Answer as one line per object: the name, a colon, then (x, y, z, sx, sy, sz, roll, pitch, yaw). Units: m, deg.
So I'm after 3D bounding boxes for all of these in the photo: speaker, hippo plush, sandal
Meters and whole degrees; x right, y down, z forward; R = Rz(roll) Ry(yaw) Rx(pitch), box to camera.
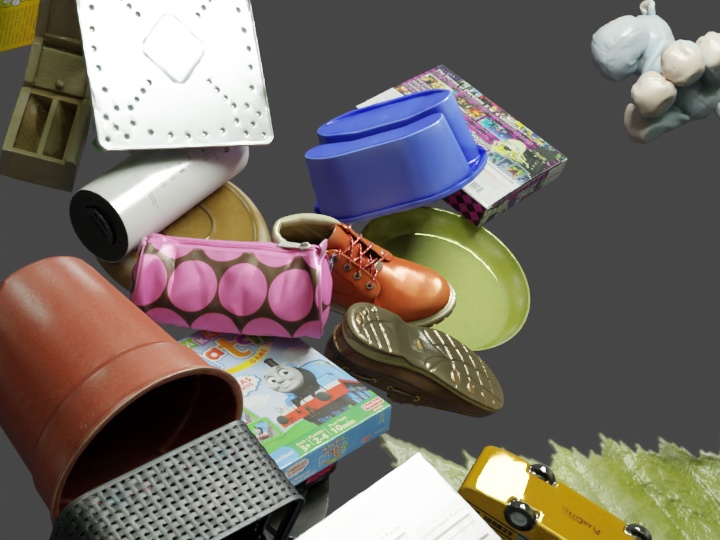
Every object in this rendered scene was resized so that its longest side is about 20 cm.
speaker: (-0.201, -0.089, 1.682, 0.081, 0.082, 0.200, 37, 46, 12)
hippo plush: (0.380, -0.270, 2.074, 0.198, 0.160, 0.162, -14, 57, -32)
sandal: (-0.052, 0.169, 1.573, 0.074, 0.045, 0.201, 21, 45, -4)

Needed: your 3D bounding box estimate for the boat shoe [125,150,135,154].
boat shoe: (-0.196, -0.198, 1.826, 0.070, 0.072, 0.201, 35, 46, 10)

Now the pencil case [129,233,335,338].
pencil case: (-0.125, 0.011, 1.607, 0.197, 0.095, 0.091, 3, 28, 5)

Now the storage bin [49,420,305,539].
storage bin: (-0.160, 0.229, 1.409, 0.199, 0.136, 0.094, -25, 62, -37)

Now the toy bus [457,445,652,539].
toy bus: (0.185, 0.249, 1.578, 0.199, 0.079, 0.065, 32, 44, 7)

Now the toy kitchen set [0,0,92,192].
toy kitchen set: (-0.264, -0.210, 1.714, 0.161, 0.201, 0.182, 14, 46, -8)

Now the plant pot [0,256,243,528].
plant pot: (-0.239, 0.103, 1.465, 0.199, 0.202, 0.195, -23, 53, -36)

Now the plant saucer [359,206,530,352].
plant saucer: (0.084, 0.015, 1.781, 0.197, 0.031, 0.202, 12, 45, -12)

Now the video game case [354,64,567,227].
video game case: (0.114, -0.147, 1.918, 0.199, 0.036, 0.181, 39, 40, 18)

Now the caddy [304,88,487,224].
caddy: (0.036, -0.111, 1.779, 0.198, 0.106, 0.142, -13, 24, 19)

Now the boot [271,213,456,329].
boot: (0.000, 0.000, 1.673, 0.197, 0.108, 0.076, 12, 57, 7)

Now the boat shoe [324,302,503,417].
boat shoe: (0.053, 0.099, 1.669, 0.199, 0.068, 0.073, 26, 39, -24)

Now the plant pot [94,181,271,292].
plant pot: (-0.184, -0.044, 1.724, 0.198, 0.028, 0.202, 12, 47, -13)

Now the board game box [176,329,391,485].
board game box: (-0.093, 0.119, 1.572, 0.150, 0.037, 0.199, -26, 46, -38)

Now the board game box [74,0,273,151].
board game box: (-0.192, -0.218, 1.665, 0.198, 0.026, 0.203, -5, 81, -35)

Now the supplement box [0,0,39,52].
supplement box: (-0.443, -0.297, 1.785, 0.199, 0.110, 0.109, -23, 61, -37)

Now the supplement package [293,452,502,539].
supplement package: (-0.003, 0.279, 1.417, 0.199, 0.156, 0.111, -29, 66, -39)
